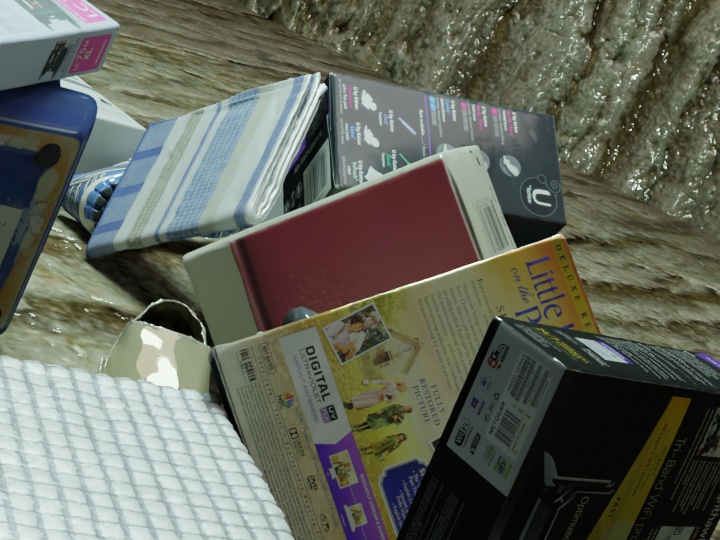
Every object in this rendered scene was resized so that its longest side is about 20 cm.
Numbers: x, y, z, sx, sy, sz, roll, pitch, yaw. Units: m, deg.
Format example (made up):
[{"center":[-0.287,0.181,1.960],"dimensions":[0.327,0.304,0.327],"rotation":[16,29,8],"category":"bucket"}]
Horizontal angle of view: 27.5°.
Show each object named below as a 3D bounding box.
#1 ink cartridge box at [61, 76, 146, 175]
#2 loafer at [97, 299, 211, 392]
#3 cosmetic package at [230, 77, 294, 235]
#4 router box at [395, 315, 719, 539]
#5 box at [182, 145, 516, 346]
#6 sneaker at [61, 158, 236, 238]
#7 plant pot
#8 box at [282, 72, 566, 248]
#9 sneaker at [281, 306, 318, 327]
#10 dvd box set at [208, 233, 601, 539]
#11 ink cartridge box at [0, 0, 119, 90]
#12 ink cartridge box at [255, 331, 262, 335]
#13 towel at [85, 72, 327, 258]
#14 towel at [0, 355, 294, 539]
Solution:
[{"center":[-0.309,-0.140,1.351],"dimensions":[0.145,0.085,0.200],"rotation":[12,16,-39],"category":"ink cartridge box"},{"center":[-0.124,0.068,0.864],"dimensions":[0.075,0.069,0.200],"rotation":[18,14,-15],"category":"loafer"},{"center":[0.011,-0.053,1.349],"dimensions":[0.199,0.169,0.166],"rotation":[16,14,-22],"category":"cosmetic package"},{"center":[0.091,0.129,0.684],"dimensions":[0.156,0.201,0.052],"rotation":[11,17,-41],"category":"router box"},{"center":[0.000,0.000,1.021],"dimensions":[0.199,0.110,0.128],"rotation":[-21,1,18],"category":"box"},{"center":[-0.179,-0.072,1.298],"dimensions":[0.085,0.078,0.199],"rotation":[19,16,37],"category":"sneaker"},{"center":[-0.286,-0.071,0.894],"dimensions":[0.199,0.201,0.180],"rotation":[9,26,-45],"category":"plant pot"},{"center":[0.048,-0.067,1.178],"dimensions":[0.198,0.122,0.107],"rotation":[8,62,-21],"category":"box"},{"center":[0.051,0.051,0.817],"dimensions":[0.199,0.081,0.074],"rotation":[19,13,-19],"category":"sneaker"},{"center":[0.038,0.079,0.754],"dimensions":[0.198,0.147,0.029],"rotation":[-19,-8,-14],"category":"dvd box set"},{"center":[-0.233,-0.148,0.825],"dimensions":[0.119,0.042,0.200],"rotation":[35,24,9],"category":"ink cartridge box"},{"center":[0.013,0.123,0.839],"dimensions":[0.199,0.084,0.147],"rotation":[21,13,-7],"category":"ink cartridge box"},{"center":[-0.122,-0.077,1.142],"dimensions":[0.199,0.148,0.024],"rotation":[-10,-44,41],"category":"towel"},{"center":[-0.126,0.117,0.645],"dimensions":[0.164,0.086,0.200],"rotation":[14,17,-27],"category":"towel"}]
